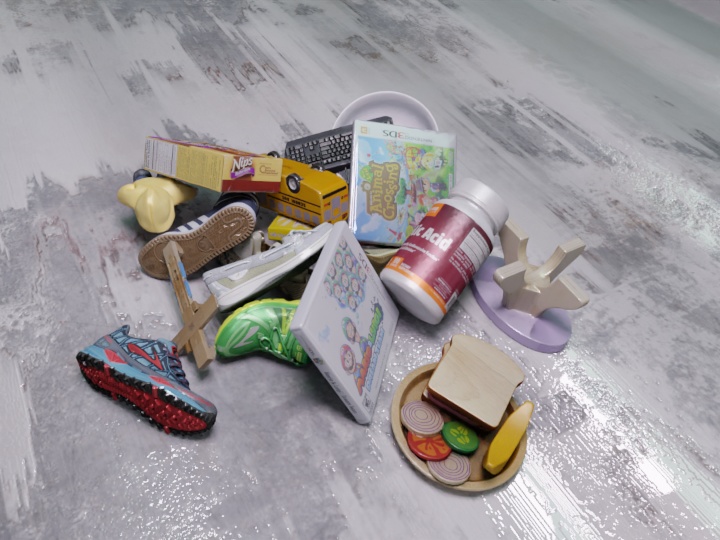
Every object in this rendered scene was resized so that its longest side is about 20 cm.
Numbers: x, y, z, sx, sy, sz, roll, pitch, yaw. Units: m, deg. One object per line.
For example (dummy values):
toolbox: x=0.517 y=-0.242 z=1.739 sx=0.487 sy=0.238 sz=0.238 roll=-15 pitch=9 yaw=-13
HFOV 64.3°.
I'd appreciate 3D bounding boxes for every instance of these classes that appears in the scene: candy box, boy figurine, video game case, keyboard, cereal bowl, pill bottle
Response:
candy box: x=-0.229 y=-0.163 z=0.883 sx=0.198 sy=0.058 sz=0.116 roll=21 pitch=18 yaw=36
boy figurine: x=-0.316 y=-0.116 z=0.899 sx=0.122 sy=0.066 sz=0.200 roll=-7 pitch=24 yaw=-20
candy box: x=-0.078 y=-0.099 z=0.968 sx=0.100 sy=0.027 sz=0.201 roll=4 pitch=30 yaw=9
video game case: x=0.070 y=-0.138 z=0.935 sx=0.178 sy=0.022 sz=0.204 roll=5 pitch=79 yaw=-10
keyboard: x=-0.028 y=-0.186 z=0.971 sx=0.196 sy=0.021 sz=0.129 roll=-15 pitch=75 yaw=2
cereal bowl: x=0.043 y=-0.208 z=1.022 sx=0.196 sy=0.083 sz=0.204 roll=-1 pitch=76 yaw=3
video game case: x=-0.011 y=0.065 z=0.763 sx=0.023 sy=0.183 sz=0.202 roll=-13 pitch=36 yaw=28
pill bottle: x=0.128 y=-0.032 z=0.858 sx=0.113 sy=0.114 sz=0.201 roll=34 pitch=77 yaw=22

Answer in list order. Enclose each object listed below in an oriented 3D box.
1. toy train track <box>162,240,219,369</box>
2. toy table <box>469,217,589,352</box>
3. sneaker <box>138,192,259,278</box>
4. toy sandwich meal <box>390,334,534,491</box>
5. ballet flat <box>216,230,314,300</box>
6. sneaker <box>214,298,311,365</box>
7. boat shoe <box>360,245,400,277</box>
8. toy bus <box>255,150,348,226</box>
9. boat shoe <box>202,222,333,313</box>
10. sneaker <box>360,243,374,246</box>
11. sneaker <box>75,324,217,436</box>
toy train track: x=-0.230 y=0.044 z=0.786 sx=0.032 sy=0.115 sz=0.202 roll=15 pitch=40 yaw=-50
toy table: x=0.262 y=0.017 z=0.896 sx=0.182 sy=0.118 sz=0.200 roll=-29 pitch=57 yaw=-33
sneaker: x=-0.240 y=-0.060 z=0.881 sx=0.197 sy=0.071 sz=0.109 roll=-23 pitch=26 yaw=13
toy sandwich meal: x=0.136 y=0.179 z=0.740 sx=0.201 sy=0.071 sz=0.207 roll=6 pitch=44 yaw=-6
ballet flat: x=-0.138 y=-0.017 z=0.879 sx=0.198 sy=0.076 sz=0.068 roll=27 pitch=48 yaw=16
sneaker: x=-0.100 y=0.086 z=0.784 sx=0.196 sy=0.075 sz=0.084 roll=-9 pitch=43 yaw=-20
boat shoe: x=0.000 y=-0.001 z=0.887 sx=0.199 sy=0.073 sz=0.065 roll=-12 pitch=18 yaw=-43
toy bus: x=-0.111 y=-0.133 z=0.920 sx=0.198 sy=0.080 sz=0.065 roll=21 pitch=37 yaw=35
boat shoe: x=-0.120 y=-0.016 z=0.799 sx=0.200 sy=0.074 sz=0.065 roll=-32 pitch=85 yaw=-8
sneaker: x=0.032 y=-0.082 z=0.970 sx=0.197 sy=0.088 sz=0.074 roll=-12 pitch=48 yaw=-22
sneaker: x=-0.251 y=0.124 z=0.713 sx=0.197 sy=0.080 sz=0.096 roll=25 pitch=44 yaw=14
